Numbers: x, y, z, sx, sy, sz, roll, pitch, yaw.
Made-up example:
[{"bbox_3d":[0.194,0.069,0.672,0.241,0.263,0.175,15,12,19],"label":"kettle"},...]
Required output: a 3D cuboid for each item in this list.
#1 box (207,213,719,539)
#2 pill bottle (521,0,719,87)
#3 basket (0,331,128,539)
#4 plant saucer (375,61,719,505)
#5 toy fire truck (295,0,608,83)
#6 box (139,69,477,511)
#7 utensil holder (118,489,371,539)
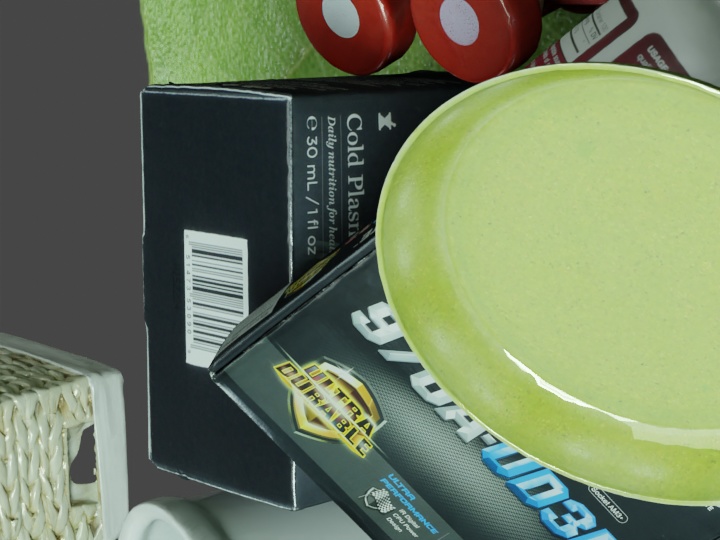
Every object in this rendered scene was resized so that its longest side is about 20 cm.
[{"bbox_3d":[0.057,0.063,0.727,0.159,0.046,0.200,-37,103,29],"label":"box"},{"bbox_3d":[0.126,-0.061,0.752,0.200,0.113,0.113,-38,68,18],"label":"pill bottle"},{"bbox_3d":[-0.280,0.130,1.250,0.200,0.123,0.136,10,105,45],"label":"basket"},{"bbox_3d":[0.103,0.003,0.617,0.200,0.031,0.200,16,133,17],"label":"plant saucer"},{"bbox_3d":[0.042,-0.191,0.818,0.200,0.112,0.168,10,125,45],"label":"toy fire truck"},{"bbox_3d":[0.000,0.000,0.871,0.124,0.196,0.201,9,104,45],"label":"box"},{"bbox_3d":[-0.007,0.185,0.886,0.170,0.200,0.170,27,121,57],"label":"utensil holder"}]
